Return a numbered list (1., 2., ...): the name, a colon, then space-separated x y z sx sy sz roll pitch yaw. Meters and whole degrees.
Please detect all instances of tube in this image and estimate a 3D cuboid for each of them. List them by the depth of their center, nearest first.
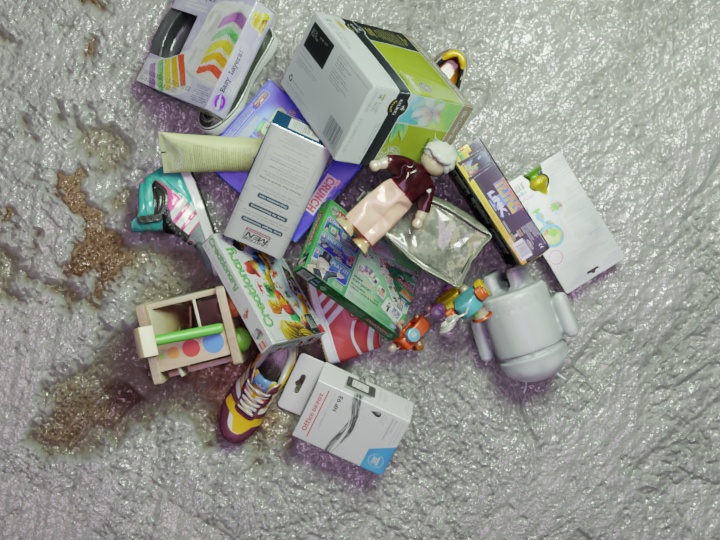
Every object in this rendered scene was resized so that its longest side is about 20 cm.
1. tube: -0.207 -0.179 1.516 0.200 0.052 0.058 0 91 1

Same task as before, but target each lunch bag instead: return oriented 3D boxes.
1. lunch bag: 0.090 -0.074 1.541 0.200 0.164 0.118 31 96 -2

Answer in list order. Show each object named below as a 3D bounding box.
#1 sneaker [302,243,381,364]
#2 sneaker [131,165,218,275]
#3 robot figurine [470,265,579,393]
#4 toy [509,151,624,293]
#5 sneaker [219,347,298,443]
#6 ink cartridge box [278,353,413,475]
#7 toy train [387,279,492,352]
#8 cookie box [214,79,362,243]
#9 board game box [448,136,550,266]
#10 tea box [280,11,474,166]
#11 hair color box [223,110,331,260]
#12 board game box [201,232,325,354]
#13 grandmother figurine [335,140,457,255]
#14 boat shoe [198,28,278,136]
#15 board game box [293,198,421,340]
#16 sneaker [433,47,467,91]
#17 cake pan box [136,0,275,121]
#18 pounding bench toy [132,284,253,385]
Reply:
1. sneaker: -0.024 0.043 1.588 0.112 0.071 0.200 -14 99 3
2. sneaker: -0.298 -0.071 1.573 0.121 0.084 0.200 -21 84 -5
3. robot figurine: 0.258 0.091 1.573 0.169 0.113 0.200 -20 92 27
4. toy: 0.323 -0.076 1.601 0.115 0.047 0.200 -31 92 -6
5. sneaker: -0.167 0.189 1.580 0.075 0.090 0.200 28 90 -2
6. ink cartridge box: -0.030 0.228 1.577 0.200 0.067 0.116 24 113 -2
7. toy train: 0.133 0.083 1.551 0.056 0.200 0.150 48 66 -11
8. cookie box: -0.123 -0.170 1.579 0.200 0.075 0.171 42 92 -1
9. board game box: 0.207 -0.104 1.541 0.057 0.165 0.200 -33 92 2
10. tea box: 0.023 -0.260 1.469 0.197 0.200 0.134 3 130 -37
11. hair color box: -0.121 -0.126 1.478 0.100 0.061 0.200 24 117 -7
12. board game box: -0.149 0.029 1.532 0.035 0.126 0.200 -41 72 32
13. grandmother figurine: 0.057 -0.116 1.431 0.200 0.061 0.121 -40 119 -2
14. boat shoe: -0.206 -0.310 1.571 0.071 0.064 0.200 27 86 27
15. board game box: 0.000 0.000 1.539 0.200 0.029 0.135 37 53 -24
16. sneaker: 0.111 -0.265 1.578 0.078 0.082 0.200 21 92 -1
17. cake pan box: -0.244 -0.345 1.536 0.200 0.052 0.184 29 91 39
18. pounding bench toy: -0.251 0.095 1.521 0.156 0.200 0.124 -13 91 0
